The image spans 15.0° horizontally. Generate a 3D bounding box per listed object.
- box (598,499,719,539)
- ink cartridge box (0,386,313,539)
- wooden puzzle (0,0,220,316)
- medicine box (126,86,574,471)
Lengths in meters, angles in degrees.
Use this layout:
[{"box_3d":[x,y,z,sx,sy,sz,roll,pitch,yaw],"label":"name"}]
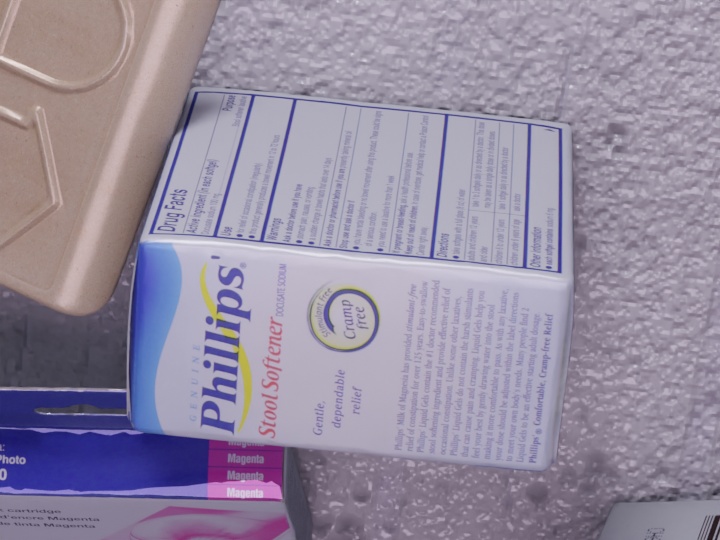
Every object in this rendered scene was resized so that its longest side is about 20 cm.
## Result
[{"box_3d":[0.207,0.217,1.366,0.198,0.200,0.131,-4,117,22],"label":"box"},{"box_3d":[-0.130,0.113,1.385,0.195,0.043,0.200,1,158,5],"label":"ink cartridge box"},{"box_3d":[-0.183,-0.099,1.324,0.199,0.046,0.186,23,107,4],"label":"wooden puzzle"},{"box_3d":[0.000,0.000,1.303,0.199,0.182,0.103,5,116,2],"label":"medicine box"}]
